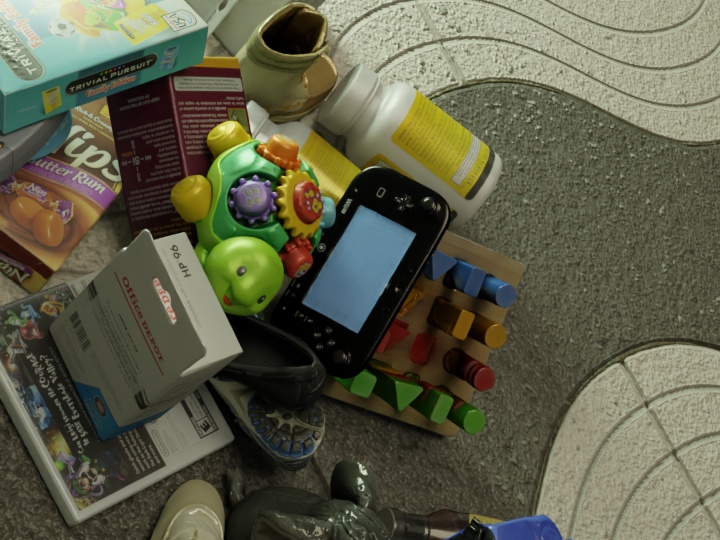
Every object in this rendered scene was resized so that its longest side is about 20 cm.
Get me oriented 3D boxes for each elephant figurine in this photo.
[{"bbox_3d":[-0.025,0.234,1.061,0.155,0.200,0.142,29,51,-20],"label":"elephant figurine"}]

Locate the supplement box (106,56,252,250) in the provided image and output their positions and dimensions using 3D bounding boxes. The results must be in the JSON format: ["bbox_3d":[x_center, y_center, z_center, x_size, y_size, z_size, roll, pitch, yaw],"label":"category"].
[{"bbox_3d":[-0.163,-0.098,1.175,0.110,0.085,0.201,-12,93,-56],"label":"supplement box"}]

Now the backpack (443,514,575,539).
[{"bbox_3d":[0.111,0.326,1.113,0.168,0.200,0.163,11,55,-43],"label":"backpack"}]

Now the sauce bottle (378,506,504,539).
[{"bbox_3d":[0.105,0.275,1.230,0.200,0.066,0.066,15,56,-29],"label":"sauce bottle"}]

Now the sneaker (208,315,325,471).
[{"bbox_3d":[-0.107,0.112,1.167,0.077,0.085,0.200,-26,59,-19],"label":"sneaker"}]

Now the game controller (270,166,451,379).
[{"bbox_3d":[0.000,0.000,1.157,0.104,0.042,0.200,29,80,8],"label":"game controller"}]

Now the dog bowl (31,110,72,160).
[{"bbox_3d":[-0.353,-0.177,1.115,0.200,0.050,0.112,30,49,8],"label":"dog bowl"}]

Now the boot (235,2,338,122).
[{"bbox_3d":[-0.070,-0.226,1.328,0.200,0.155,0.073,-20,77,-42],"label":"boot"}]

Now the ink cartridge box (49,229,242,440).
[{"bbox_3d":[-0.173,0.049,1.028,0.068,0.200,0.116,-19,78,-42],"label":"ink cartridge box"}]

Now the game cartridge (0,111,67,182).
[{"bbox_3d":[-0.321,-0.151,1.049,0.133,0.041,0.200,21,49,4],"label":"game cartridge"}]

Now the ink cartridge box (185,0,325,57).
[{"bbox_3d":[-0.108,-0.345,1.389,0.125,0.129,0.200,49,46,-2],"label":"ink cartridge box"}]

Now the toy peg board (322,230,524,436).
[{"bbox_3d":[0.066,0.060,1.232,0.200,0.098,0.200,21,93,-26],"label":"toy peg board"}]

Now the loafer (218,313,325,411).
[{"bbox_3d":[-0.122,0.059,1.106,0.200,0.070,0.068,23,54,13],"label":"loafer"}]

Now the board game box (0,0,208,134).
[{"bbox_3d":[-0.257,-0.213,1.066,0.200,0.047,0.151,-27,63,-33],"label":"board game box"}]

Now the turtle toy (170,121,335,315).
[{"bbox_3d":[-0.090,-0.039,1.102,0.146,0.101,0.200,56,42,-32],"label":"turtle toy"}]

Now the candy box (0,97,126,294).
[{"bbox_3d":[-0.288,-0.088,1.153,0.117,0.056,0.200,39,46,-11],"label":"candy box"}]

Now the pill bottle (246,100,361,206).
[{"bbox_3d":[-0.060,-0.082,1.282,0.200,0.112,0.112,39,48,-12],"label":"pill bottle"}]

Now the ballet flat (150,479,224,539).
[{"bbox_3d":[-0.152,0.258,1.045,0.069,0.069,0.200,34,49,-17],"label":"ballet flat"}]

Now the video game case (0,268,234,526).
[{"bbox_3d":[-0.230,0.102,1.108,0.182,0.023,0.200,-24,81,-43],"label":"video game case"}]

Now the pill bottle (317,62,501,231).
[{"bbox_3d":[0.054,-0.143,1.404,0.200,0.111,0.111,36,48,-15],"label":"pill bottle"}]
